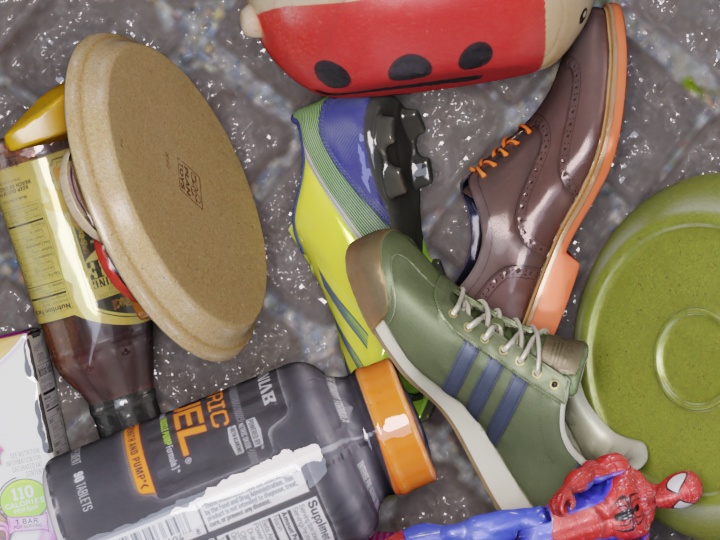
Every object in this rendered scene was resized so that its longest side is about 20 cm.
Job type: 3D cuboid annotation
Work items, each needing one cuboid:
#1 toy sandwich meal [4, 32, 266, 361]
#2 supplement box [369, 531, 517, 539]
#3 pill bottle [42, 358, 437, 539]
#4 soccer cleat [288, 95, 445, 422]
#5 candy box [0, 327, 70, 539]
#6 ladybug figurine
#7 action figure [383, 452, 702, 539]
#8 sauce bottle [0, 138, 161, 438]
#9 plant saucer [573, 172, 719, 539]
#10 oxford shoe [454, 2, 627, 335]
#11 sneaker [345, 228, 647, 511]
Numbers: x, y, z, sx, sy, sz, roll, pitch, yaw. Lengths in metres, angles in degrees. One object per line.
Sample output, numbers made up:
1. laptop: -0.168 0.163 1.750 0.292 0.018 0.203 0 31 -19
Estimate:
1. toy sandwich meal: -0.118 -0.035 1.532 0.070 0.205 0.206 -22 92 20
2. supplement box: 0.091 0.201 1.581 0.198 0.103 0.102 2 91 3
3. pill bottle: -0.061 0.115 1.539 0.199 0.106 0.107 -22 92 1
4. soccer cleat: 0.000 0.000 1.606 0.083 0.065 0.202 -1 97 31
5. candy box: -0.225 0.143 1.607 0.135 0.061 0.202 -13 91 3
6. ladybug figurine: 0.034 -0.136 1.548 0.198 0.136 0.073 -8 85 -6
7. action figure: 0.089 0.146 1.484 0.199 0.099 0.066 -19 100 -6
8. sauce bottle: -0.150 0.016 1.600 0.066 0.066 0.201 -19 96 2
9. plant saucer: 0.188 0.047 1.550 0.199 0.031 0.202 -1 89 40
10. oxford shoe: 0.096 -0.056 1.580 0.072 0.071 0.201 17 88 -5
11. sneaker: 0.081 0.049 1.539 0.089 0.067 0.201 -24 112 28
